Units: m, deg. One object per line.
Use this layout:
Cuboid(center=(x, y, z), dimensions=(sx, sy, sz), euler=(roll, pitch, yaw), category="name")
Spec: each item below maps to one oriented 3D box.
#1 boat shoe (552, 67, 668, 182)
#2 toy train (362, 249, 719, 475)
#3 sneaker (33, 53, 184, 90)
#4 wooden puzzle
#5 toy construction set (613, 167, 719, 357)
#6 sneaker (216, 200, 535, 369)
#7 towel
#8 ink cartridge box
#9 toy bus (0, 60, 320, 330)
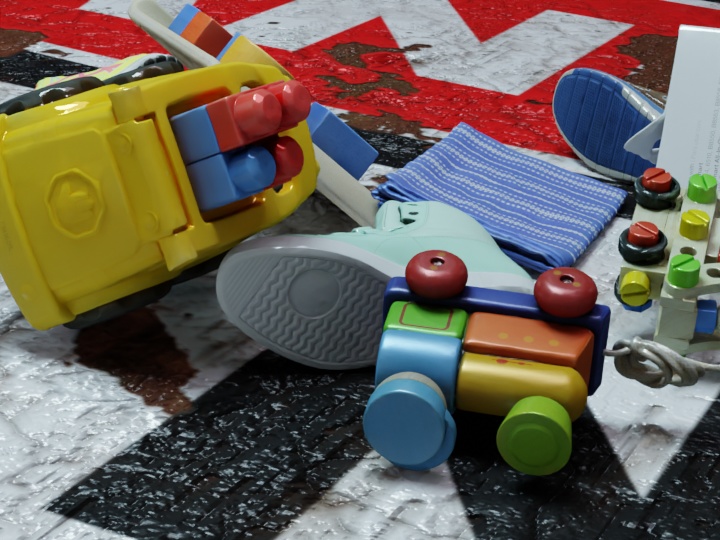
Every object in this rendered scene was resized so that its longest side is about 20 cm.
Cuboid(center=(0.235, -0.101, 1.386), dimensions=(0.072, 0.073, 0.200), euler=(-8, 34, -42), category="boat shoe")
Cuboid(center=(0.102, 0.062, 0.915), dimensions=(0.198, 0.085, 0.116), euler=(8, 31, 9), category="toy train")
Cuboid(center=(-0.203, -0.120, 1.318), dimensions=(0.090, 0.079, 0.200), euler=(13, 23, 27), category="sneaker")
Cuboid(center=(-0.062, -0.118, 1.246), dimensions=(0.185, 0.046, 0.200), euler=(40, 4, -33), category="wooden puzzle")
Cuboid(center=(0.223, -0.002, 1.077), dimensions=(0.130, 0.093, 0.200), euler=(9, 21, 12), category="toy construction set")
Cuboid(center=(0.000, 0.000, 1.046), dimensions=(0.199, 0.074, 0.118), euler=(7, 25, -22), category="sneaker")
Cuboid(center=(0.103, -0.056, 1.256), dimensions=(0.144, 0.024, 0.200), euler=(23, 24, 13), category="towel")
Cuboid(center=(0.292, -0.090, 1.216), dimensions=(0.198, 0.127, 0.128), euler=(10, -1, 24), category="ink cartridge box")
Cuboid(center=(-0.093, -0.064, 1.017), dimensions=(0.191, 0.137, 0.200), euler=(-18, 4, 34), category="toy bus")
